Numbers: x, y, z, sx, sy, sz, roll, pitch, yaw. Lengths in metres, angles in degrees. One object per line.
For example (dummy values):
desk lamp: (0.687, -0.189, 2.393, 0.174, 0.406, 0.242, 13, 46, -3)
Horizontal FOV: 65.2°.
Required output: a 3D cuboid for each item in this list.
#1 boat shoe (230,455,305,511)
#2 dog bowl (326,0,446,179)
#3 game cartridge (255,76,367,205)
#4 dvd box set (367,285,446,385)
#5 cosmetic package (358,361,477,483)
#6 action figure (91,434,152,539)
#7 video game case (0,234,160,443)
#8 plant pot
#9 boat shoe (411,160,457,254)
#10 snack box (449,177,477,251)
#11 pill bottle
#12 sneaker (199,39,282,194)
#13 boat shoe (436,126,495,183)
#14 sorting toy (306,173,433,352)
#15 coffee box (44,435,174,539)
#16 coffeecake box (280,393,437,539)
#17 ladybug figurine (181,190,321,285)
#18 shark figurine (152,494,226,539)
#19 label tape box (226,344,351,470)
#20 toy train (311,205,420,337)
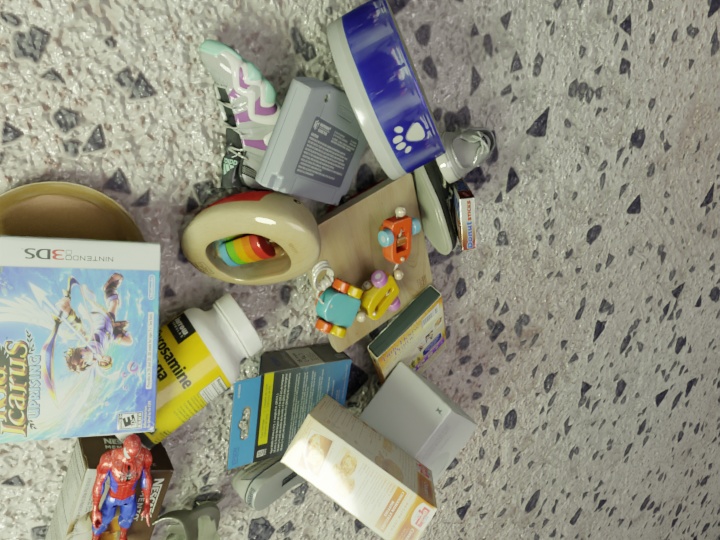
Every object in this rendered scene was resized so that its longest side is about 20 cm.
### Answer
boat shoe: (-0.121, 0.307, 0.894, 0.198, 0.064, 0.075, -20, 125, -53)
dog bowl: (0.036, -0.224, 0.699, 0.077, 0.204, 0.202, -22, 128, 14)
game cartridge: (-0.048, -0.155, 0.690, 0.136, 0.040, 0.199, -63, 162, 10)
dvd box set: (0.084, 0.129, 0.946, 0.146, 0.029, 0.202, -43, 150, -14)
cosmetic package: (0.077, 0.289, 0.953, 0.201, 0.122, 0.200, -52, 150, -2)
action figure: (-0.274, 0.264, 0.644, 0.063, 0.052, 0.205, 4, 119, -30)
video game case: (-0.304, 0.070, 0.590, 0.175, 0.045, 0.208, 2, 92, -23)
plant pot: (-0.341, 0.000, 0.635, 0.195, 0.027, 0.207, -14, 116, -30)
boat shoe: (0.105, -0.127, 0.839, 0.059, 0.074, 0.206, -22, 86, -22)
snack box: (0.154, -0.094, 0.855, 0.023, 0.201, 0.075, -4, 109, 6)
pill bottle: (-0.226, 0.123, 0.713, 0.198, 0.112, 0.115, -37, 126, -18)
sneaker: (-0.148, -0.156, 0.677, 0.141, 0.077, 0.200, -51, 129, -8)
boat shoe: (0.161, -0.179, 0.836, 0.199, 0.067, 0.074, -25, 93, -63)
sorting toy: (0.002, -0.020, 0.847, 0.195, 0.069, 0.205, -31, 124, -22)
coffee box: (-0.335, 0.326, 0.737, 0.112, 0.079, 0.206, 16, 99, -39)
coffeecake box: (0.003, 0.268, 0.770, 0.074, 0.197, 0.153, -56, 174, 0)
ladybug figurine: (-0.133, -0.042, 0.687, 0.137, 0.194, 0.074, 53, 38, -45)
shark figurine: (-0.217, 0.372, 0.792, 0.126, 0.090, 0.216, -27, 159, -35)
label tape box: (-0.116, 0.200, 0.855, 0.195, 0.063, 0.149, -3, 111, -35)
toy train: (0.000, 0.000, 0.771, 0.197, 0.055, 0.155, -28, 126, -35)
